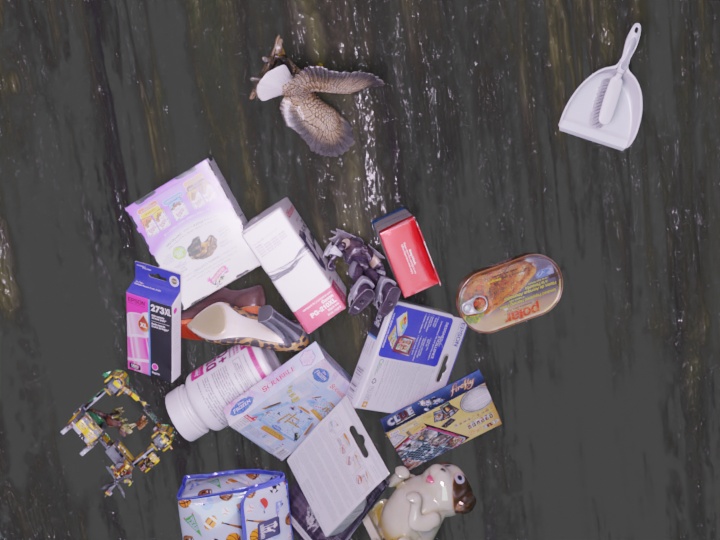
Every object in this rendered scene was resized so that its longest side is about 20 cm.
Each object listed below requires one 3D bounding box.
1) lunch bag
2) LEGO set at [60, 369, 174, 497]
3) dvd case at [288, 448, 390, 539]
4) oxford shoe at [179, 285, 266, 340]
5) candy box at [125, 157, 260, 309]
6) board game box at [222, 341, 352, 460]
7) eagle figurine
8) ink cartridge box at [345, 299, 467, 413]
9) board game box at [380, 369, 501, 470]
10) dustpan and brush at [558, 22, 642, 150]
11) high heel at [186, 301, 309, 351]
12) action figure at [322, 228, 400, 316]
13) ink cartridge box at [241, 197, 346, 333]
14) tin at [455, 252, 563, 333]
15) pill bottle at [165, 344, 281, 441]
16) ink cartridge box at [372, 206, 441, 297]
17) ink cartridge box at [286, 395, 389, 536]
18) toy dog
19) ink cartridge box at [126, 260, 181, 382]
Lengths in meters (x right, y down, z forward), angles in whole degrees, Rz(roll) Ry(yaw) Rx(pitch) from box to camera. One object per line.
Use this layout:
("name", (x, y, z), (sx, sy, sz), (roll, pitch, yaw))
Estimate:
("lunch bag", (-0.222, 0.458, 1.578), (0.195, 0.124, 0.175), (-5, 100, -3))
("LEGO set", (-0.429, 0.288, 1.541), (0.152, 0.116, 0.203), (-30, 101, 3))
("dvd case", (-0.054, 0.413, 1.590), (0.148, 0.016, 0.202), (40, 98, 29))
("oxford shoe", (-0.257, 0.074, 1.547), (0.195, 0.072, 0.074), (-9, 60, 9))
("candy box", (-0.281, -0.065, 1.508), (0.165, 0.072, 0.203), (-28, 100, 3))
("board game box", (-0.109, 0.233, 1.522), (0.197, 0.041, 0.200), (-35, 144, 3))
("eagle figurine", (-0.076, -0.298, 1.450), (0.198, 0.152, 0.153), (33, 77, -3))
("ink cartridge box", (0.086, 0.158, 1.554), (0.197, 0.047, 0.202), (15, 97, -42))
("board game box", (0.148, 0.272, 1.572), (0.197, 0.035, 0.137), (-26, 133, 1))
("dustpan and brush", (0.437, -0.322, 1.498), (0.136, 0.057, 0.205), (16, 99, -5))
("high heel", (-0.188, 0.110, 1.485), (0.196, 0.142, 0.073), (-6, 62, 30))
("action figure", (0.000, 0.000, 1.473), (0.128, 0.201, 0.070), (18, 115, -24))
("ink cartridge box", (-0.109, -0.014, 1.486), (0.083, 0.145, 0.202), (-32, 100, 6))
("tin", (0.266, 0.040, 1.563), (0.195, 0.042, 0.115), (-18, 97, -3))
("pill bottle", (-0.238, 0.209, 1.538), (0.197, 0.113, 0.115), (-32, 100, 3))
("ink cartridge box", (0.076, -0.031, 1.464), (0.066, 0.200, 0.118), (-23, 100, 1))
("ink cartridge box", (-0.032, 0.342, 1.528), (0.201, 0.047, 0.162), (-49, 58, 29))
("toy dog", (0.117, 0.439, 1.584), (0.200, 0.140, 0.194), (-43, 117, 5))
("ink cartridge box", (-0.358, 0.091, 1.512), (0.093, 0.037, 0.205), (15, 115, 16))
